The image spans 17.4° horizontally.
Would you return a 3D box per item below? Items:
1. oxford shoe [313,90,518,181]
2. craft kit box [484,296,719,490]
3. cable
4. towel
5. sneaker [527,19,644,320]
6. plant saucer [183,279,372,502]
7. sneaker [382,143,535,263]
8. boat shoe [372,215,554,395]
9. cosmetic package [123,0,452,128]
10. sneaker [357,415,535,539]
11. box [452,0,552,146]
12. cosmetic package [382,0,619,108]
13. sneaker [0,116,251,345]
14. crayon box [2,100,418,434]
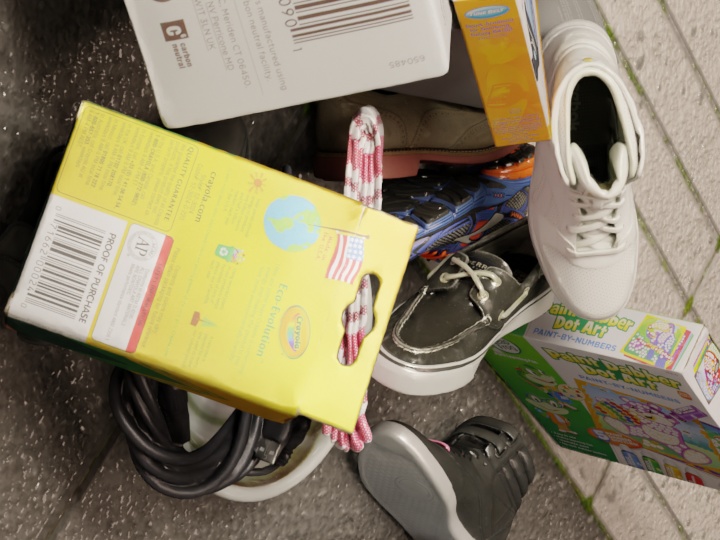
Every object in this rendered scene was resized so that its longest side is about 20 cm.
[{"bbox_3d":[0.046,-0.106,1.574,0.199,0.070,0.075,-15,104,-51],"label":"oxford shoe"},{"bbox_3d":[0.193,0.087,1.700,0.049,0.199,0.198,-60,138,-21],"label":"craft kit box"},{"bbox_3d":[-0.078,0.033,1.379,0.163,0.051,0.201,7,101,-50],"label":"cable"},{"bbox_3d":[0.000,0.000,1.427,0.146,0.030,0.201,-90,-175,-83],"label":"towel"},{"bbox_3d":[0.143,-0.047,1.486,0.116,0.073,0.201,-91,173,-70],"label":"sneaker"},{"bbox_3d":[-0.071,0.043,1.474,0.200,0.050,0.201,-15,110,-50],"label":"plant saucer"},{"bbox_3d":[0.062,-0.030,1.611,0.200,0.075,0.079,-24,120,-45],"label":"sneaker"},{"bbox_3d":[0.070,0.016,1.549,0.200,0.070,0.064,-36,147,-49],"label":"boat shoe"},{"bbox_3d":[-0.044,-0.208,1.296,0.200,0.164,0.166,-84,161,-58],"label":"cosmetic package"},{"bbox_3d":[0.062,0.132,1.655,0.100,0.070,0.200,-63,145,-23],"label":"sneaker"},{"bbox_3d":[0.077,-0.170,1.363,0.200,0.041,0.120,62,21,-62],"label":"box"},{"bbox_3d":[0.073,-0.172,1.550,0.199,0.090,0.107,5,60,-49],"label":"cosmetic package"},{"bbox_3d":[-0.137,-0.045,1.356,0.200,0.076,0.091,-49,127,-36],"label":"sneaker"},{"bbox_3d":[-0.082,0.003,1.286,0.199,0.051,0.128,21,78,-6],"label":"crayon box"}]
